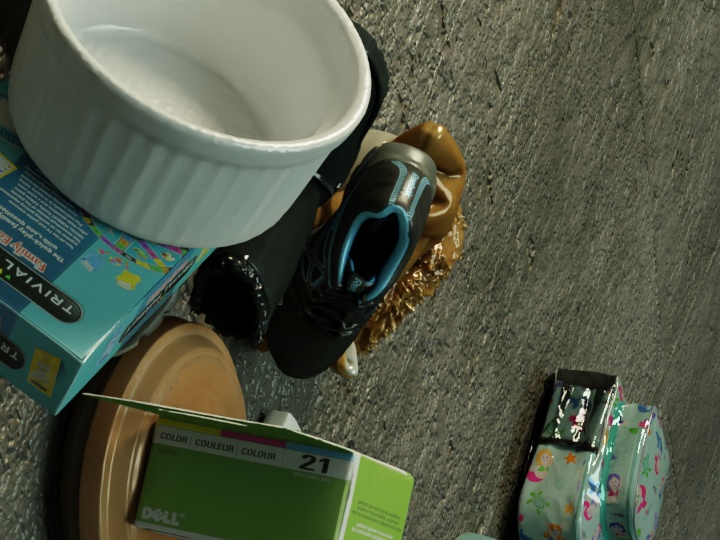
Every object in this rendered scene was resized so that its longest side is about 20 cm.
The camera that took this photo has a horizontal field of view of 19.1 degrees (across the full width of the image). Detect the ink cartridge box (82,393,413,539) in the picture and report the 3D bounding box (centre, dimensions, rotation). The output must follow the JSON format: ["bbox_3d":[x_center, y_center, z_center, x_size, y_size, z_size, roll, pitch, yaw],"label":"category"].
[{"bbox_3d":[-0.074,0.135,1.330,0.200,0.147,0.077,30,71,-64],"label":"ink cartridge box"}]

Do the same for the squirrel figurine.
[{"bbox_3d":[0.000,0.000,1.634,0.188,0.140,0.200,-67,151,-19],"label":"squirrel figurine"}]

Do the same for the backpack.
[{"bbox_3d":[0.241,0.228,2.257,0.201,0.149,0.178,-64,152,-28],"label":"backpack"}]

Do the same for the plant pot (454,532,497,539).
[{"bbox_3d":[0.152,0.367,2.089,0.200,0.134,0.202,8,90,-67],"label":"plant pot"}]

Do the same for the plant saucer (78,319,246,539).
[{"bbox_3d":[-0.124,0.134,1.436,0.200,0.032,0.202,8,90,-68],"label":"plant saucer"}]

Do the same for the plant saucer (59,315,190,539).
[{"bbox_3d":[-0.149,0.129,1.451,0.200,0.029,0.202,7,90,-68],"label":"plant saucer"}]

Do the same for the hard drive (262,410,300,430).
[{"bbox_3d":[-0.079,0.227,1.646,0.132,0.026,0.201,67,38,-49],"label":"hard drive"}]

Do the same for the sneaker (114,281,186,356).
[{"bbox_3d":[-0.144,-0.042,1.387,0.079,0.075,0.201,33,69,-33],"label":"sneaker"}]

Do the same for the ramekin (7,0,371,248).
[{"bbox_3d":[-0.103,-0.107,1.214,0.098,0.200,0.201,-58,175,38],"label":"ramekin"}]

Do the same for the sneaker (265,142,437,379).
[{"bbox_3d":[-0.015,0.004,1.489,0.082,0.073,0.201,-78,-166,-58],"label":"sneaker"}]

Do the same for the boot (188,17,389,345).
[{"bbox_3d":[-0.052,-0.055,1.392,0.163,0.073,0.199,-61,172,-29],"label":"boot"}]

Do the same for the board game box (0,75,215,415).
[{"bbox_3d":[-0.173,-0.028,1.198,0.047,0.150,0.200,-57,175,38],"label":"board game box"}]
